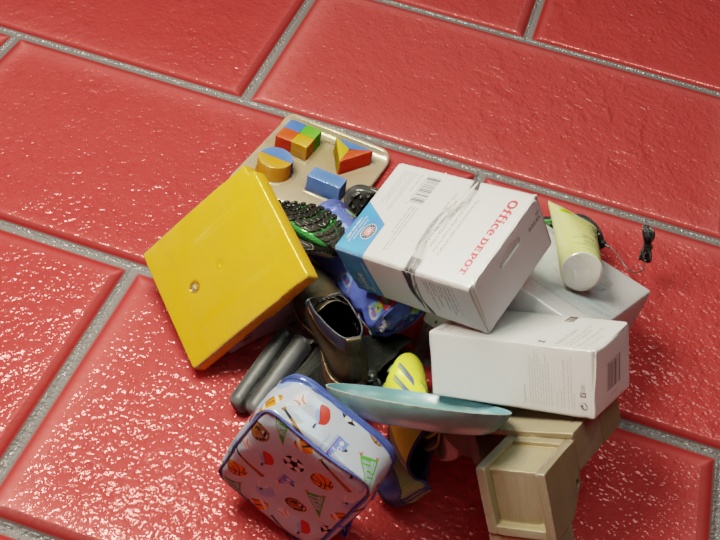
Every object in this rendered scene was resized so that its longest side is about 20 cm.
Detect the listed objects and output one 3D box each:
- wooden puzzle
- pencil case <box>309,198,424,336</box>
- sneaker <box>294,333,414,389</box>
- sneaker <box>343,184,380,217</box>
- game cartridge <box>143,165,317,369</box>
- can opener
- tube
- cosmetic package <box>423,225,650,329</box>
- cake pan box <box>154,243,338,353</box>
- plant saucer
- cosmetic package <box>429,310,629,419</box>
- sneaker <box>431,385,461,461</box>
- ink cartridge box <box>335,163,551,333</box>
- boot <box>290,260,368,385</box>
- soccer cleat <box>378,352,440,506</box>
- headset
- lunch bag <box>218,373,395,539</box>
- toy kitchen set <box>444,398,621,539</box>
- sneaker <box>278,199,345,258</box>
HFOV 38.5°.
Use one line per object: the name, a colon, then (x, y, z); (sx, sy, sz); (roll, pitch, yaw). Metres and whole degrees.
wooden puzzle: (-0.073, -0.156, 1.535); (0.185, 0.046, 0.200); (23, 47, 11)
pencil case: (0.000, 0.000, 1.315); (0.200, 0.087, 0.078); (50, 14, 29)
sneaker: (-0.019, 0.138, 1.254); (0.104, 0.060, 0.200); (20, 42, 14)
sneaker: (0.052, -0.075, 1.436); (0.199, 0.067, 0.091); (24, 25, -30)
game cartridge: (-0.163, -0.005, 1.263); (0.032, 0.200, 0.177); (15, 43, -59)
can opener: (-0.083, 0.107, 1.280); (0.053, 0.067, 0.200); (16, 56, 32)
tube: (0.273, -0.038, 1.303); (0.052, 0.058, 0.200); (-16, 19, 15)
cosmetic package: (0.226, 0.043, 1.309); (0.199, 0.123, 0.200); (35, 31, 22)
cake pan box: (-0.144, -0.001, 1.373); (0.199, 0.052, 0.184); (-25, 58, -30)
plant saucer: (0.060, 0.148, 1.095); (0.199, 0.200, 0.028); (8, 87, -2)
cosmetic package: (0.189, 0.099, 1.157); (0.199, 0.082, 0.113); (6, 17, 32)
sneaker: (0.128, 0.146, 1.261); (0.082, 0.075, 0.201); (10, 45, 1)
ink cartridge box: (0.096, -0.030, 1.192); (0.199, 0.084, 0.145); (18, 60, 39)
boot: (-0.035, 0.042, 1.228); (0.074, 0.097, 0.200); (-15, 54, -17)
soccer cleat: (0.064, 0.181, 1.204); (0.065, 0.083, 0.201); (41, 41, -33)
headset: (0.310, -0.035, 1.454); (0.199, 0.094, 0.124); (6, 45, 12)
lunch bag: (-0.056, 0.207, 1.086); (0.160, 0.200, 0.076); (36, 51, 0)
toy kitchen set: (0.186, 0.248, 1.150); (0.163, 0.181, 0.200); (-2, 18, 36)
sneaker: (-0.101, -0.045, 1.310); (0.199, 0.086, 0.078); (15, 21, 35)
